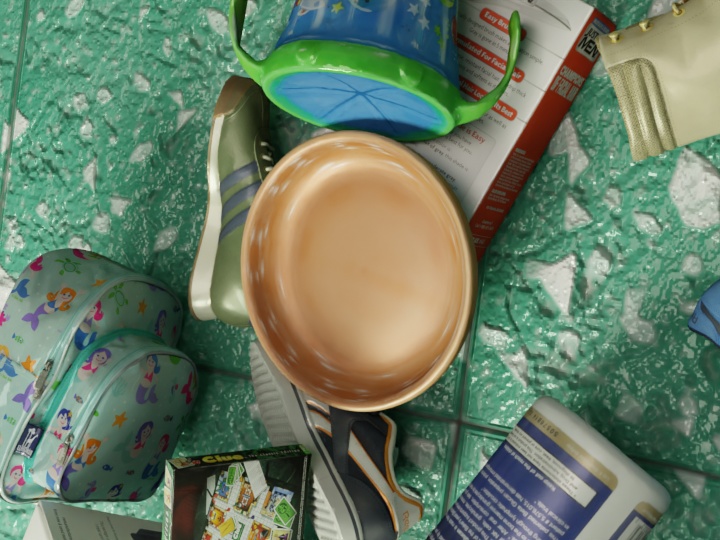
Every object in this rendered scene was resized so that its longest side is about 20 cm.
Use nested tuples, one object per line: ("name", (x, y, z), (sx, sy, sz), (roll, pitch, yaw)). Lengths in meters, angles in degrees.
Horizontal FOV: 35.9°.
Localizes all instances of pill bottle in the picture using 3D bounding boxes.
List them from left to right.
("pill bottle", (0.103, 0.193, 0.739), (0.111, 0.111, 0.200), (39, 89, 23))

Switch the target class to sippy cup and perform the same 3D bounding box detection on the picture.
("sippy cup", (0.011, -0.171, 0.756), (0.139, 0.177, 0.132), (-2, 73, 56))

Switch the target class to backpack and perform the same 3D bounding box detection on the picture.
("backpack", (-0.223, 0.089, 0.902), (0.149, 0.177, 0.202), (16, 85, 23))

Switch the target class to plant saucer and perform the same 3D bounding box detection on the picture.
("plant saucer", (0.000, 0.000, 0.808), (0.199, 0.037, 0.202), (4, 97, 32))

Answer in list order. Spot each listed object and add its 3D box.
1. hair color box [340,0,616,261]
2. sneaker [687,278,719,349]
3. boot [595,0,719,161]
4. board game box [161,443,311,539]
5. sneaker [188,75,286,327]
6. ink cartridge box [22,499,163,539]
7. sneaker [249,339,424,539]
("hair color box", (0.085, -0.120, 0.815), (0.111, 0.064, 0.201), (36, 105, 25))
("sneaker", (0.290, 0.086, 0.703), (0.079, 0.066, 0.201), (-48, 67, 29))
("boot", (0.230, -0.183, 0.736), (0.154, 0.073, 0.202), (-12, 88, 22))
("board game box", (-0.094, 0.225, 0.805), (0.023, 0.104, 0.202), (34, 122, 57))
("sneaker", (-0.077, -0.051, 0.899), (0.089, 0.067, 0.202), (10, 92, 20))
("ink cartridge box", (-0.169, 0.273, 0.848), (0.084, 0.199, 0.146), (39, 107, 58))
("sneaker", (-0.021, 0.129, 0.854), (0.079, 0.079, 0.201), (100, 148, -47))
